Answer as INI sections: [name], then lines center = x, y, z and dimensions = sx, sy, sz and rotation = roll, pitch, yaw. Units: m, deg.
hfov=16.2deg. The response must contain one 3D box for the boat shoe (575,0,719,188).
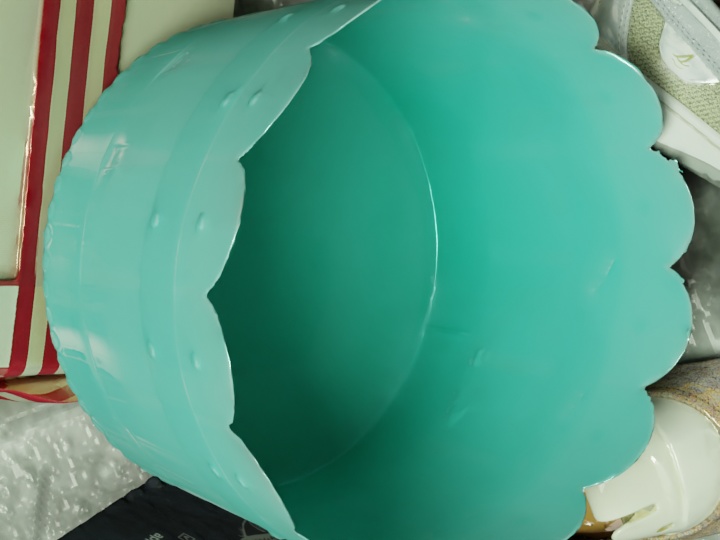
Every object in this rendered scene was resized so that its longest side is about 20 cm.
[boat shoe]
center = 0.165, -0.048, 0.876
dimensions = 0.202, 0.074, 0.065
rotation = 35, 116, 19

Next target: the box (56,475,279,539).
[box]
center = -0.034, 0.180, 0.936
dimensions = 0.200, 0.197, 0.118
rotation = 25, 110, 15

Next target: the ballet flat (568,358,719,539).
[ballet flat]
center = 0.080, 0.081, 0.940
dimensions = 0.200, 0.067, 0.068
rotation = -15, 96, 24

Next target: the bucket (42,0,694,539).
[bucket]
center = 0.000, 0.000, 0.866
dimensions = 0.135, 0.207, 0.208
rotation = 7, 107, 54

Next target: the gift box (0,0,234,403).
[gift box]
center = -0.166, -0.044, 0.942
dimensions = 0.200, 0.184, 0.187
rotation = 10, 96, 44
